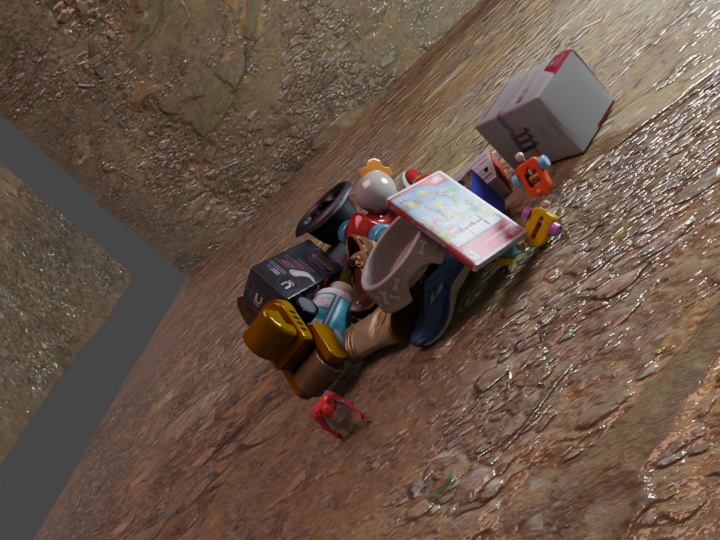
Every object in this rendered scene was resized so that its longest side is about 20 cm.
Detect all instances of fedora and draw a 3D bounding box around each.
[{"bbox_3d":[-0.067,-0.126,1.844,0.200,0.092,0.201,-42,17,16],"label":"fedora"}]

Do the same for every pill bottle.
[{"bbox_3d":[-0.070,0.115,1.651,0.110,0.111,0.201,-32,22,40],"label":"pill bottle"}]

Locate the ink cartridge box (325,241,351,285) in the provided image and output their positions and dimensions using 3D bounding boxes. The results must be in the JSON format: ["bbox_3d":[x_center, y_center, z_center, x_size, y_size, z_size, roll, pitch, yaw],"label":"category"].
[{"bbox_3d":[-0.056,0.003,1.869,0.200,0.104,0.059,-48,16,-1],"label":"ink cartridge box"}]

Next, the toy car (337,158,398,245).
[{"bbox_3d":[0.052,-0.151,1.713,0.184,0.175,0.202,14,107,61],"label":"toy car"}]

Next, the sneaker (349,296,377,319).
[{"bbox_3d":[0.044,0.020,1.612,0.200,0.083,0.071,-45,50,7],"label":"sneaker"}]

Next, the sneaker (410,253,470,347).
[{"bbox_3d":[0.124,0.037,1.340,0.202,0.088,0.078,-71,19,2],"label":"sneaker"}]

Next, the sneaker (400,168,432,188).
[{"bbox_3d":[0.150,-0.188,1.711,0.085,0.077,0.200,-34,25,8],"label":"sneaker"}]

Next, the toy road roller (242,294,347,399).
[{"bbox_3d":[-0.138,0.147,1.477,0.123,0.145,0.200,-50,60,23],"label":"toy road roller"}]

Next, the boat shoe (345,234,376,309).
[{"bbox_3d":[0.000,-0.001,1.535,0.072,0.067,0.201,-46,29,27],"label":"boat shoe"}]

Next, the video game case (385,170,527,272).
[{"bbox_3d":[0.160,-0.087,1.262,0.142,0.200,0.018,-30,-33,-36],"label":"video game case"}]

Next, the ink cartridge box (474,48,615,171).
[{"bbox_3d":[0.357,-0.307,1.488,0.146,0.145,0.200,-54,19,-20],"label":"ink cartridge box"}]

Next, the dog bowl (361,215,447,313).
[{"bbox_3d":[0.075,-0.026,1.323,0.200,0.058,0.201,-48,19,22],"label":"dog bowl"}]

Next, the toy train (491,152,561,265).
[{"bbox_3d":[0.270,-0.099,1.299,0.200,0.151,0.055,-41,-19,34],"label":"toy train"}]

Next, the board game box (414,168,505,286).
[{"bbox_3d":[0.175,-0.071,1.447,0.200,0.097,0.160,-45,12,23],"label":"board game box"}]

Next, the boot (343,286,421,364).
[{"bbox_3d":[0.045,0.088,1.506,0.155,0.073,0.201,-34,26,39],"label":"boot"}]

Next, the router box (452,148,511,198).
[{"bbox_3d":[0.225,-0.156,1.638,0.200,0.049,0.180,-41,18,21],"label":"router box"}]

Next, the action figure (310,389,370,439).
[{"bbox_3d":[-0.041,0.261,1.364,0.065,0.099,0.200,-51,-5,-7],"label":"action figure"}]

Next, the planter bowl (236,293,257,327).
[{"bbox_3d":[-0.185,0.099,1.845,0.135,0.201,0.200,-42,14,-27],"label":"planter bowl"}]

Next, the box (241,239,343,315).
[{"bbox_3d":[-0.152,0.031,1.718,0.199,0.122,0.107,-29,-30,-47],"label":"box"}]
